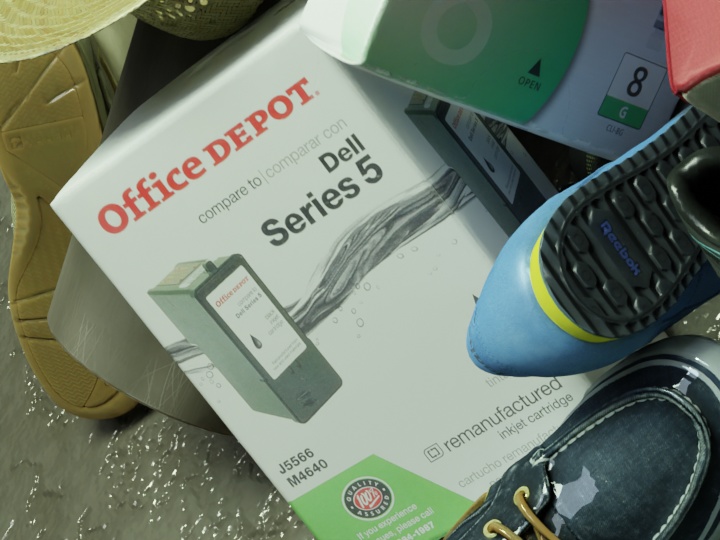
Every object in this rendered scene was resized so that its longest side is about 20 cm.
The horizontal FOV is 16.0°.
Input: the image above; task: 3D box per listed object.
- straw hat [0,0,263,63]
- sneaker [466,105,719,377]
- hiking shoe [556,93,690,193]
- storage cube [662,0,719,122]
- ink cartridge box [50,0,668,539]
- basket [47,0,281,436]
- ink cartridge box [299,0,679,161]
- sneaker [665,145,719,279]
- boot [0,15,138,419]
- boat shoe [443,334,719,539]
[{"bbox_3d":[-0.072,-0.136,1.005,0.201,0.085,0.201,-26,44,28],"label":"straw hat"},{"bbox_3d":[0.117,-0.019,0.936,0.066,0.200,0.078,57,147,5],"label":"sneaker"},{"bbox_3d":[0.127,-0.118,1.040,0.101,0.076,0.201,4,71,45],"label":"hiking shoe"},{"bbox_3d":[0.216,-0.131,0.875,0.200,0.171,0.180,-25,52,35],"label":"storage cube"},{"bbox_3d":[0.000,0.000,1.000,0.145,0.200,0.084,-33,12,31],"label":"ink cartridge box"},{"bbox_3d":[-0.046,-0.041,1.127,0.200,0.180,0.136,-61,9,12],"label":"basket"},{"bbox_3d":[0.082,-0.150,0.928,0.050,0.161,0.200,36,105,46],"label":"ink cartridge box"},{"bbox_3d":[0.171,-0.004,0.798,0.200,0.079,0.076,2,55,58],"label":"sneaker"},{"bbox_3d":[-0.127,-0.043,1.263,0.073,0.201,0.155,-8,17,12],"label":"boot"},{"bbox_3d":[0.064,0.107,0.920,0.071,0.091,0.200,47,128,14],"label":"boat shoe"}]
